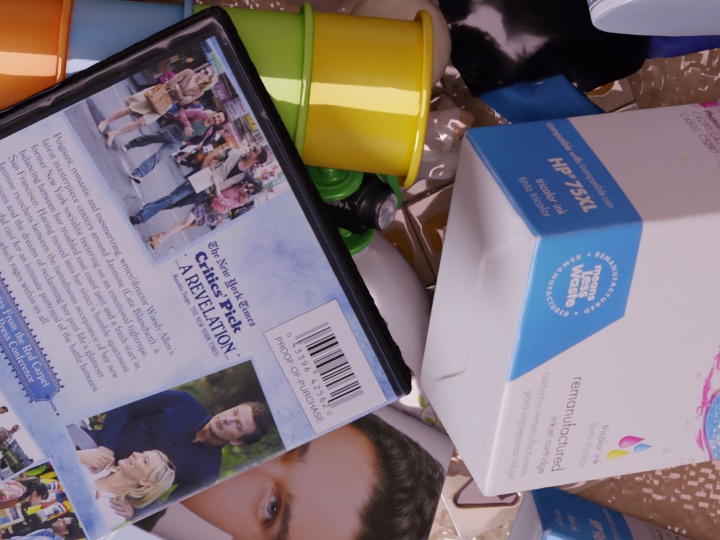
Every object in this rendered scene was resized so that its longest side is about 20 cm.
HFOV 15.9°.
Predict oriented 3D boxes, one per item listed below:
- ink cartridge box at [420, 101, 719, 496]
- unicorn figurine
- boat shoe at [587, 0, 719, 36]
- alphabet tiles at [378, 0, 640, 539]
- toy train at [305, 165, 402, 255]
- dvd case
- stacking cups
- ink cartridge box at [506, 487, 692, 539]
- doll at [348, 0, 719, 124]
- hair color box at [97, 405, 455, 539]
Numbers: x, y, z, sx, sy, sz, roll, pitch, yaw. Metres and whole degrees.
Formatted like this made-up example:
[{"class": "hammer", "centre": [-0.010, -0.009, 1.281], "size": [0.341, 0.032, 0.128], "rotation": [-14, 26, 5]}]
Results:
[{"class": "ink cartridge box", "centre": [0.130, 0.004, 0.925], "size": [0.199, 0.067, 0.117], "rotation": [-7, 129, -21]}, {"class": "unicorn figurine", "centre": [0.000, 0.000, 0.961], "size": [0.137, 0.074, 0.200], "rotation": [-41, 95, 1]}, {"class": "boat shoe", "centre": [0.151, -0.127, 0.894], "size": [0.201, 0.074, 0.087], "rotation": [-2, 80, -36]}, {"class": "alphabet tiles", "centre": [0.045, -0.003, 1.002], "size": [0.166, 0.008, 0.201], "rotation": [-24, 98, 2]}, {"class": "toy train", "centre": [-0.069, -0.055, 0.931], "size": [0.199, 0.057, 0.042], "rotation": [16, 144, 24]}, {"class": "dvd case", "centre": [-0.101, 0.019, 0.838], "size": [0.199, 0.018, 0.143], "rotation": [-25, 107, 8]}, {"class": "stacking cups", "centre": [-0.077, -0.070, 0.845], "size": [0.199, 0.061, 0.061], "rotation": [8, 99, -7]}, {"class": "ink cartridge box", "centre": [0.139, 0.175, 1.000], "size": [0.199, 0.068, 0.117], "rotation": [21, 101, -6]}, {"class": "doll", "centre": [0.085, -0.099, 0.929], "size": [0.199, 0.048, 0.137], "rotation": [-17, 99, -23]}, {"class": "hair color box", "centre": [-0.073, 0.068, 0.924], "size": [0.199, 0.099, 0.061], "rotation": [27, 139, -10]}]
